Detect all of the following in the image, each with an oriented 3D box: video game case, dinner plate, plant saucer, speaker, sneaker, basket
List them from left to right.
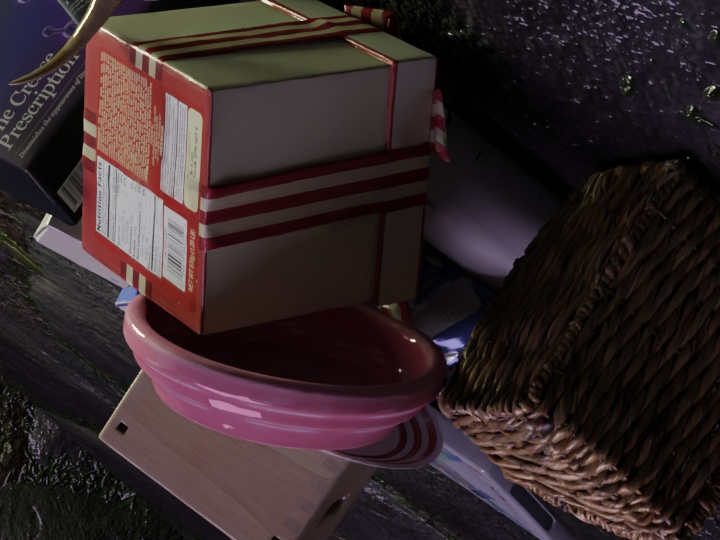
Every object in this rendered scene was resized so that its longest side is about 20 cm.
[{"bbox_3d":[-0.049,0.060,1.371,0.200,0.051,0.201,11,-164,-3],"label":"plant saucer"},{"bbox_3d":[-0.036,0.079,1.504,0.200,0.024,0.200,26,-162,-9],"label":"dinner plate"},{"bbox_3d":[0.012,0.001,1.511,0.200,0.075,0.088,21,142,40],"label":"sneaker"},{"bbox_3d":[0.056,0.127,1.671,0.200,0.022,0.182,33,171,34],"label":"video game case"},{"bbox_3d":[0.111,-0.018,1.502,0.200,0.081,0.081,38,165,-11],"label":"speaker"},{"bbox_3d":[0.163,0.054,1.367,0.149,0.200,0.143,39,162,-18],"label":"basket"}]

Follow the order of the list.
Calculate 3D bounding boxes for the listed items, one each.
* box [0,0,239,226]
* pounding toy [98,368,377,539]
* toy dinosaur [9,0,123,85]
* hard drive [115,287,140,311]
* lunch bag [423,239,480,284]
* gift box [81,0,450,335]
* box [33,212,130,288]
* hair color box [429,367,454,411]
[{"bbox_3d":[-0.201,-0.150,1.512,0.141,0.200,0.079,24,162,34],"label":"box"},{"bbox_3d":[-0.070,0.140,1.609,0.184,0.142,0.200,35,-171,10],"label":"pounding toy"},{"bbox_3d":[-0.134,-0.190,1.340,0.101,0.200,0.058,22,-176,35],"label":"toy dinosaur"},{"bbox_3d":[-0.106,-0.059,1.608,0.025,0.200,0.132,30,167,-18],"label":"hard drive"},{"bbox_3d":[0.000,0.000,1.672,0.200,0.076,0.160,38,134,-26],"label":"lunch bag"},{"bbox_3d":[-0.050,-0.061,1.389,0.200,0.186,0.185,37,129,45],"label":"gift box"},{"bbox_3d":[-0.150,-0.094,1.586,0.082,0.200,0.068,28,165,-11],"label":"box"},{"bbox_3d":[0.097,0.075,1.547,0.111,0.064,0.200,45,166,-31],"label":"hair color box"}]
